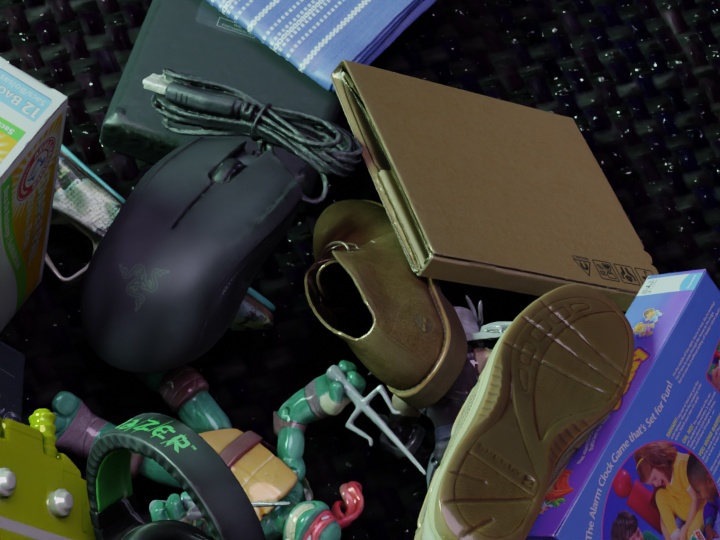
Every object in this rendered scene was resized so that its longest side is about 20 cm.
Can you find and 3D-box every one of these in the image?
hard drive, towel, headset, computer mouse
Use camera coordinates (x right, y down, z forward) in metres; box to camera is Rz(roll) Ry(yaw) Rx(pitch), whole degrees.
[{"bbox_3d":[-0.074,-0.144,1.329,0.139,0.033,0.201,19,57,-2],"label":"hard drive"},{"bbox_3d":[-0.051,-0.214,1.349,0.200,0.024,0.145,37,61,11],"label":"towel"},{"bbox_3d":[-0.073,0.162,1.031,0.094,0.201,0.123,-26,24,-36],"label":"headset"},{"bbox_3d":[-0.095,-0.034,1.160,0.138,0.053,0.201,20,60,12],"label":"computer mouse"}]

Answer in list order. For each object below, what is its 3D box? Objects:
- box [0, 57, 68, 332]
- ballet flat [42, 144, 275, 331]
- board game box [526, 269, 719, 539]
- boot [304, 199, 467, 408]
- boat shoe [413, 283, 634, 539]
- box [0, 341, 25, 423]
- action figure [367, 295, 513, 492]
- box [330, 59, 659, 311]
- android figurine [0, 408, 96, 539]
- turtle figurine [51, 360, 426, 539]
[{"bbox_3d":[-0.241,-0.035,1.124,0.112,0.200,0.102,30,57,6],"label":"box"},{"bbox_3d":[-0.144,-0.008,1.221,0.200,0.074,0.074,37,58,12],"label":"ballet flat"},{"bbox_3d":[0.172,0.118,1.148,0.135,0.045,0.200,52,55,-24],"label":"board game box"},{"bbox_3d":[0.000,0.000,1.189,0.075,0.074,0.200,33,13,-28],"label":"boot"},{"bbox_3d":[0.081,0.084,1.080,0.071,0.065,0.200,38,50,1],"label":"boat shoe"},{"bbox_3d":[-0.275,0.098,1.030,0.104,0.200,0.183,-20,56,25],"label":"box"},{"bbox_3d":[0.059,0.109,1.159,0.069,0.130,0.201,16,64,-33],"label":"action figure"},{"bbox_3d":[0.087,-0.050,1.255,0.199,0.021,0.164,10,43,-37],"label":"box"},{"bbox_3d":[-0.176,0.159,1.021,0.041,0.182,0.201,-17,62,27],"label":"android figurine"},{"bbox_3d":[-0.073,0.109,1.139,0.199,0.101,0.150,29,47,21],"label":"turtle figurine"}]
